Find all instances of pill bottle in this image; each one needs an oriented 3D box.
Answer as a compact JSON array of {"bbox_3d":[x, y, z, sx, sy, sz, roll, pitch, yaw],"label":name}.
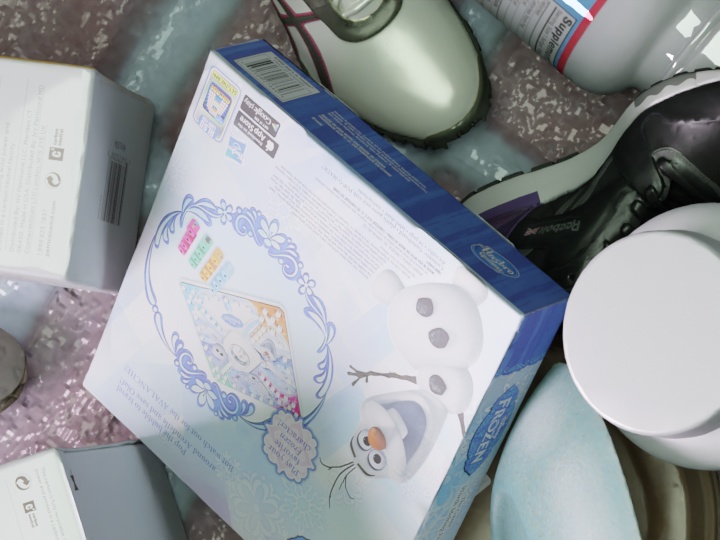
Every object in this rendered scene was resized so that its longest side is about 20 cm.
[{"bbox_3d":[0.103,-0.154,1.359,0.200,0.109,0.109,40,93,8],"label":"pill bottle"},{"bbox_3d":[0.162,0.029,1.246,0.112,0.200,0.113,-2,86,27],"label":"pill bottle"}]

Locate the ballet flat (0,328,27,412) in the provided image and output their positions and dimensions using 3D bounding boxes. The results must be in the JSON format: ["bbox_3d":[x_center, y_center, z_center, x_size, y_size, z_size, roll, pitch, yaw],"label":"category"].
[{"bbox_3d":[-0.258,0.070,1.439,0.199,0.046,0.068,-13,54,2],"label":"ballet flat"}]

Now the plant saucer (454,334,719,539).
[{"bbox_3d":[0.072,0.119,1.391,0.199,0.029,0.201,0,87,9],"label":"plant saucer"}]

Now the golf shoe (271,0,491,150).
[{"bbox_3d":[-0.017,-0.140,1.389,0.077,0.088,0.200,-40,83,3],"label":"golf shoe"}]

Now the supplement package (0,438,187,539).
[{"bbox_3d":[-0.140,0.167,1.333,0.110,0.200,0.157,-19,85,8],"label":"supplement package"}]

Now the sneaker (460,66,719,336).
[{"bbox_3d":[0.122,-0.014,1.322,0.200,0.076,0.088,-31,38,39],"label":"sneaker"}]

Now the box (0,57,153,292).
[{"bbox_3d":[-0.213,-0.052,1.387,0.199,0.124,0.098,7,88,8],"label":"box"}]

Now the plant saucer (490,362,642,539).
[{"bbox_3d":[0.088,0.142,1.269,0.038,0.201,0.202,-11,85,-8],"label":"plant saucer"}]

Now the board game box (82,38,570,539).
[{"bbox_3d":[-0.021,0.033,1.328,0.200,0.043,0.200,41,125,25],"label":"board game box"}]
